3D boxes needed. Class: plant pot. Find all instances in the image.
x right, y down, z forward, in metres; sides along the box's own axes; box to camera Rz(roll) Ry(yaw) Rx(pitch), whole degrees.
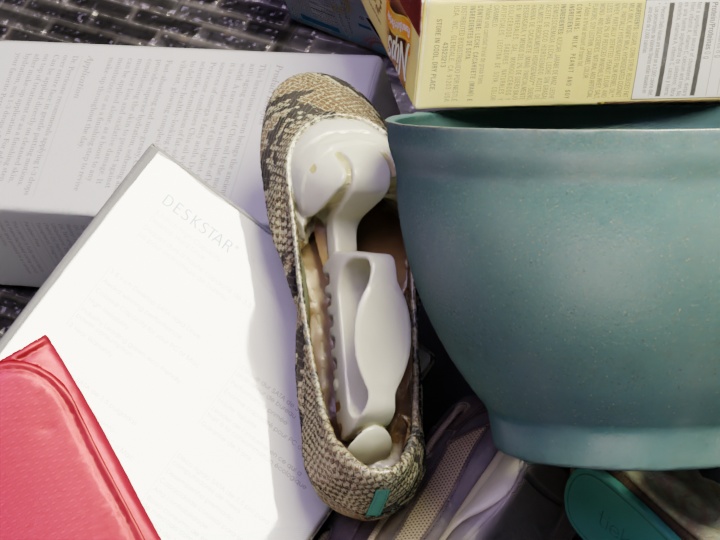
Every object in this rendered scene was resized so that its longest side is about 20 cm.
[{"bbox_3d":[0.111,0.005,1.035,0.199,0.200,0.135,0,96,17],"label":"plant pot"}]

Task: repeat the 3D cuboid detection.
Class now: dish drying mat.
[{"bbox_3d":[-0.109,0.129,1.037,0.077,0.018,0.201,-28,84,-12],"label":"dish drying mat"}]

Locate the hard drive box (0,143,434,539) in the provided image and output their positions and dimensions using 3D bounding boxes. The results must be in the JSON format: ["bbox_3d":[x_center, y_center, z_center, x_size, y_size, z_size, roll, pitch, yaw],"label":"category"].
[{"bbox_3d":[-0.089,0.075,1.114,0.156,0.077,0.200,37,67,-2],"label":"hard drive box"}]

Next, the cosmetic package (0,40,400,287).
[{"bbox_3d":[-0.087,-0.047,1.246,0.199,0.071,0.102,4,58,19],"label":"cosmetic package"}]

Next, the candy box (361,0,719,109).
[{"bbox_3d":[0.107,-0.120,1.135,0.199,0.056,0.116,-3,32,-13],"label":"candy box"}]

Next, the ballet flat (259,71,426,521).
[{"bbox_3d":[0.000,0.000,1.081,0.067,0.075,0.201,-2,71,-12],"label":"ballet flat"}]

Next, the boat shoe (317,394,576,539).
[{"bbox_3d":[0.020,0.132,1.101,0.073,0.075,0.200,20,56,39],"label":"boat shoe"}]

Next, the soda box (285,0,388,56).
[{"bbox_3d":[0.054,-0.134,1.269,0.199,0.064,0.069,24,65,28],"label":"soda box"}]

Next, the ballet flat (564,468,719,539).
[{"bbox_3d":[0.162,0.134,1.056,0.062,0.068,0.200,-16,52,-35],"label":"ballet flat"}]
